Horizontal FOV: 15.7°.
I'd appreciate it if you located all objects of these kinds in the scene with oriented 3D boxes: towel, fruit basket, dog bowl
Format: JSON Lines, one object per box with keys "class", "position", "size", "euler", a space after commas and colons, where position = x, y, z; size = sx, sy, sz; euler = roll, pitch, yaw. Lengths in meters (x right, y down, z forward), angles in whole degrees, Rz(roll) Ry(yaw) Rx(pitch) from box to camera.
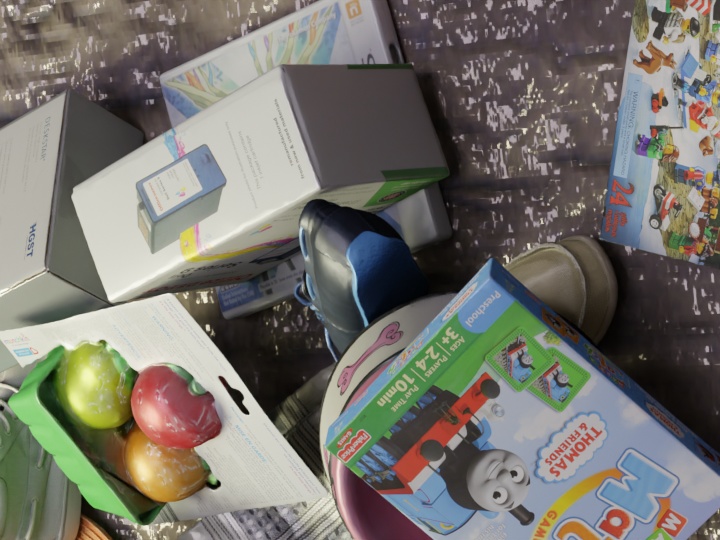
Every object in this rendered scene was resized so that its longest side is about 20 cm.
{"class": "towel", "position": [-0.032, 0.190, 1.794], "size": [0.193, 0.034, 0.200], "euler": [-42, 69, 33]}
{"class": "fruit basket", "position": [-0.135, 0.093, 1.776], "size": [0.200, 0.094, 0.185], "euler": [-18, 118, 41]}
{"class": "dog bowl", "position": [0.069, 0.117, 1.622], "size": [0.199, 0.074, 0.201], "euler": [2, 111, 5]}

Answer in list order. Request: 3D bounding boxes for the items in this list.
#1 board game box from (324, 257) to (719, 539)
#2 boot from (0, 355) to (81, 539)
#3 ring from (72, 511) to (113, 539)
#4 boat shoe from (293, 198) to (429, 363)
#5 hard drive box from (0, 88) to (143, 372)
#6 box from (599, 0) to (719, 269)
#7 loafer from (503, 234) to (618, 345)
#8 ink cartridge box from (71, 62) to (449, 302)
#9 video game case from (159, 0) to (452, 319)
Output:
{"class": "board game box", "position": [0.102, 0.113, 1.559], "size": [0.200, 0.037, 0.151], "euler": [40, 109, -10]}
{"class": "boot", "position": [-0.254, 0.112, 1.909], "size": [0.073, 0.095, 0.201], "euler": [-7, 82, 36]}
{"class": "ring", "position": [-0.227, 0.274, 1.963], "size": [0.200, 0.019, 0.201], "euler": [4, 96, 38]}
{"class": "boat shoe", "position": [0.000, 0.000, 1.672], "size": [0.069, 0.084, 0.200], "euler": [39, 161, 16]}
{"class": "hard drive box", "position": [-0.256, -0.017, 1.879], "size": [0.200, 0.077, 0.156], "euler": [-25, 49, 37]}
{"class": "box", "position": [0.223, -0.102, 1.566], "size": [0.136, 0.038, 0.201], "euler": [15, 104, 36]}
{"class": "loafer", "position": [0.083, 0.049, 1.669], "size": [0.200, 0.068, 0.076], "euler": [-42, 69, 32]}
{"class": "ink cartridge box", "position": [-0.066, -0.058, 1.699], "size": [0.200, 0.145, 0.088], "euler": [-25, 80, 35]}
{"class": "video game case", "position": [-0.041, -0.080, 1.783], "size": [0.200, 0.022, 0.183], "euler": [-21, 81, 37]}
